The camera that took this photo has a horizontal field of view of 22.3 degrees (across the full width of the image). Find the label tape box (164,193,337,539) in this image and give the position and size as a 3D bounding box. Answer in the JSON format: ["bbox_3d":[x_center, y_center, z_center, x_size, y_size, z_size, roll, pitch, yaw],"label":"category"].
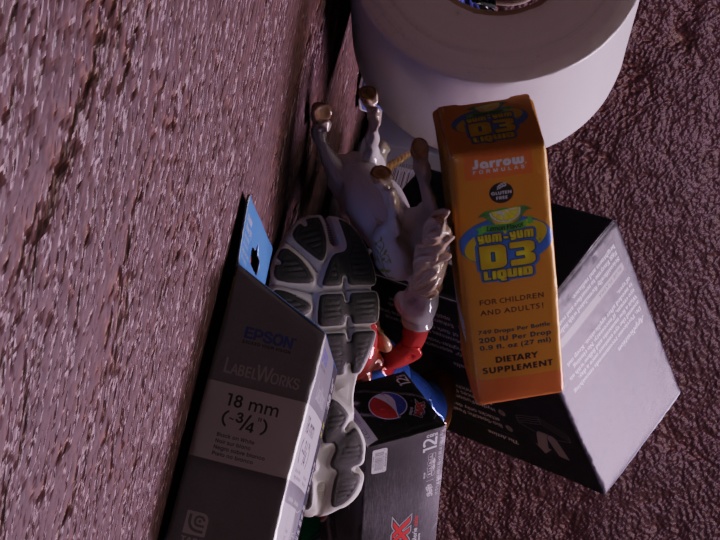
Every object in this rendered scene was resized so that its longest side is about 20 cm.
[{"bbox_3d":[-0.052,0.073,1.058,0.144,0.063,0.201,79,23,-79],"label":"label tape box"}]

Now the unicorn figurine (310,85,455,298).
[{"bbox_3d":[0.012,-0.055,1.229,0.138,0.073,0.201,80,-3,-47],"label":"unicorn figurine"}]

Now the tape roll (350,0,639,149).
[{"bbox_3d":[0.091,-0.194,1.252,0.139,0.202,0.204,87,16,-73],"label":"tape roll"}]

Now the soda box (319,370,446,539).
[{"bbox_3d":[0.013,0.174,1.301,0.071,0.063,0.201,50,-35,47],"label":"soda box"}]

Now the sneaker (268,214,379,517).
[{"bbox_3d":[-0.042,0.061,1.218,0.083,0.080,0.201,20,-74,63],"label":"sneaker"}]

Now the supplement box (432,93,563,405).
[{"bbox_3d":[0.092,-0.011,1.196,0.069,0.066,0.201,-97,178,-58],"label":"supplement box"}]

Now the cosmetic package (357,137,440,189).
[{"bbox_3d":[0.034,-0.010,1.591,0.200,0.106,0.091,98,6,-54],"label":"cosmetic package"}]

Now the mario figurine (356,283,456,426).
[{"bbox_3d":[0.003,0.052,1.343,0.124,0.106,0.200,-48,145,-7],"label":"mario figurine"}]

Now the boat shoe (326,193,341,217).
[{"bbox_3d":[0.000,0.000,1.477,0.074,0.067,0.201,-43,136,-27],"label":"boat shoe"}]

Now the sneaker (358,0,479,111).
[{"bbox_3d":[0.067,-0.203,1.441,0.081,0.115,0.200,-74,173,-48],"label":"sneaker"}]

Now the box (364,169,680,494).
[{"bbox_3d":[0.117,0.044,1.416,0.118,0.196,0.200,-48,134,-24],"label":"box"}]

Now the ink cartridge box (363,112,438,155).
[{"bbox_3d":[0.049,-0.093,1.674,0.200,0.083,0.146,96,7,-53],"label":"ink cartridge box"}]

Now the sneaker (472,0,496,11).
[{"bbox_3d":[0.109,-0.206,1.556,0.114,0.076,0.200,-27,-125,40],"label":"sneaker"}]

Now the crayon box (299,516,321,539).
[{"bbox_3d":[-0.047,0.212,1.462,0.200,0.058,0.119,-53,155,-77],"label":"crayon box"}]

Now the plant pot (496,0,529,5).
[{"bbox_3d":[0.153,-0.358,1.727,0.179,0.199,0.200,-59,166,-27],"label":"plant pot"}]
